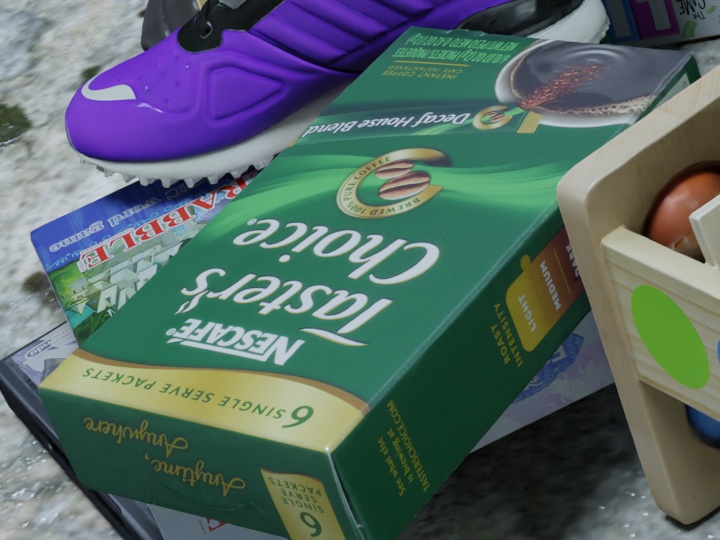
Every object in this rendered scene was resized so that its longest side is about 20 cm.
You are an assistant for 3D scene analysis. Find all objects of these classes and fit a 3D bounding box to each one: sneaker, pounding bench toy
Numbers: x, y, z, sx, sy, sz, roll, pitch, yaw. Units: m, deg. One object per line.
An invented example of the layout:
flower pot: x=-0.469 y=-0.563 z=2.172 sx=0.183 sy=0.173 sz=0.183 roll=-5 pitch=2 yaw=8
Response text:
sneaker: x=-0.020 y=-0.102 z=0.849 sx=0.199 sy=0.100 sz=0.070 roll=-16 pitch=27 yaw=9
pounding bench toy: x=0.140 y=-0.019 z=0.653 sx=0.124 sy=0.201 sz=0.156 roll=-33 pitch=33 yaw=-20

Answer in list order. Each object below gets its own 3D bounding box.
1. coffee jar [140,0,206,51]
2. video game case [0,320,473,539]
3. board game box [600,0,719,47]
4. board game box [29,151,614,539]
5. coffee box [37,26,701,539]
coffee jar: x=0.013 y=-0.119 z=0.942 sx=0.199 sy=0.104 sz=0.086 roll=-32 pitch=27 yaw=24
video game case: x=-0.013 y=0.025 z=0.853 sx=0.199 sy=0.026 sz=0.181 roll=-31 pitch=32 yaw=-15
board game box: x=0.117 y=-0.159 z=1.054 sx=0.133 sy=0.034 sz=0.201 roll=-8 pitch=33 yaw=21
board game box: x=0.000 y=0.000 z=0.817 sx=0.199 sy=0.041 sz=0.200 roll=-26 pitch=31 yaw=-7
coffee box: x=0.010 y=-0.001 z=0.728 sx=0.122 sy=0.044 sz=0.200 roll=10 pitch=44 yaw=41
